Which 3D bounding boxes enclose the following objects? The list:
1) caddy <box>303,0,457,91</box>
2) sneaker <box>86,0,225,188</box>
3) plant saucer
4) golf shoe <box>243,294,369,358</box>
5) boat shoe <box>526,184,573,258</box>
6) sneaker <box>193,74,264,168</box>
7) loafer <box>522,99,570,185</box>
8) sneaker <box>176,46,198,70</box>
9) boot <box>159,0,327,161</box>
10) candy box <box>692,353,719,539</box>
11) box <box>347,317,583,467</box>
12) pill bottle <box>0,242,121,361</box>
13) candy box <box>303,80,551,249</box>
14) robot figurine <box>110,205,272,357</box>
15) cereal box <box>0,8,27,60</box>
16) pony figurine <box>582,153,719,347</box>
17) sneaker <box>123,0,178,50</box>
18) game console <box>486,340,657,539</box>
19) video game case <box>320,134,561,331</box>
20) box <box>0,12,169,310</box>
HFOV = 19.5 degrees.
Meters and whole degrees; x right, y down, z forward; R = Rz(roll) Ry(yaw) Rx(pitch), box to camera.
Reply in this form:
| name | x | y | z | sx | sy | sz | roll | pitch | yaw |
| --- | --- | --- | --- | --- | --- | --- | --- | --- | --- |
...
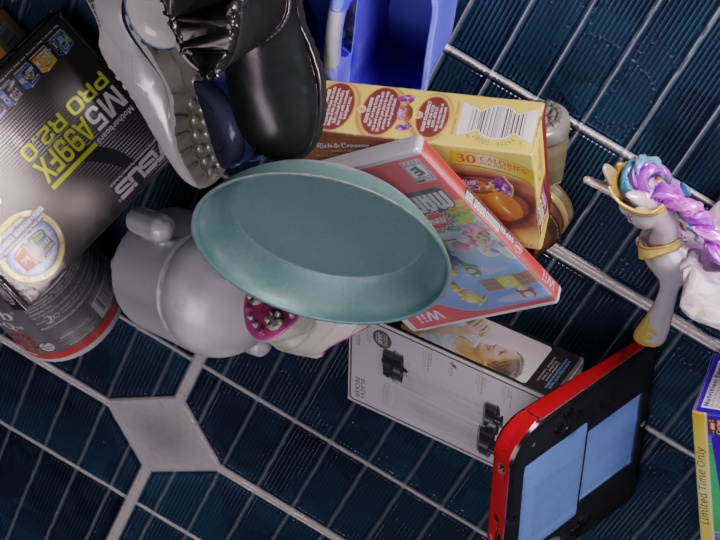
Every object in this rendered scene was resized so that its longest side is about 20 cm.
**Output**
| name | x | y | z | sx | sy | sz | roll | pitch | yaw |
| --- | --- | --- | --- | --- | --- | --- | --- | --- | --- |
| caddy | -0.003 | -0.200 | 1.575 | 0.141 | 0.105 | 0.200 | 20 | 136 | 13 |
| sneaker | -0.165 | -0.159 | 1.743 | 0.080 | 0.076 | 0.201 | 8 | 129 | 39 |
| plant saucer | -0.026 | -0.027 | 1.571 | 0.199 | 0.036 | 0.200 | 10 | 148 | 7 |
| golf shoe | 0.000 | 0.000 | 1.719 | 0.200 | 0.075 | 0.092 | -34 | 139 | 13 |
| boat shoe | 0.080 | -0.021 | 1.721 | 0.200 | 0.068 | 0.072 | -17 | 119 | 40 |
| sneaker | -0.082 | -0.124 | 1.652 | 0.082 | 0.200 | 0.074 | -16 | 94 | 2 |
| loafer | 0.073 | -0.090 | 1.656 | 0.199 | 0.075 | 0.070 | 2 | 126 | 28 |
| sneaker | -0.137 | -0.245 | 1.602 | 0.081 | 0.076 | 0.201 | -15 | 93 | 67 |
| boot | -0.082 | -0.162 | 1.459 | 0.073 | 0.162 | 0.199 | -2 | 102 | 14 |
| candy box | 0.378 | 0.166 | 1.717 | 0.199 | 0.077 | 0.170 | 9 | 133 | 24 |
| box | 0.088 | 0.094 | 1.806 | 0.199 | 0.060 | 0.117 | 23 | 137 | 23 |
| pill bottle | -0.304 | -0.014 | 1.874 | 0.115 | 0.116 | 0.200 | 2 | 148 | 28 |
| candy box | 0.041 | -0.081 | 1.585 | 0.199 | 0.057 | 0.117 | 6 | 144 | 12 |
| robot figurine | -0.141 | 0.010 | 1.813 | 0.170 | 0.113 | 0.200 | 48 | 165 | -32 |
| cereal box | -0.336 | -0.135 | 1.874 | 0.200 | 0.040 | 0.144 | -23 | 117 | 42 |
| pony figurine | 0.273 | -0.004 | 1.586 | 0.192 | 0.167 | 0.200 | 14 | 150 | 29 |
| sneaker | -0.121 | -0.258 | 1.528 | 0.072 | 0.201 | 0.072 | 21 | 171 | -18 |
| game console | 0.179 | 0.164 | 1.765 | 0.031 | 0.176 | 0.201 | 42 | 146 | 34 |
| video game case | 0.043 | -0.024 | 1.600 | 0.143 | 0.018 | 0.200 | -13 | 138 | 36 |
| box | -0.273 | -0.092 | 1.763 | 0.160 | 0.200 | 0.044 | 48 | 161 | -16 |
